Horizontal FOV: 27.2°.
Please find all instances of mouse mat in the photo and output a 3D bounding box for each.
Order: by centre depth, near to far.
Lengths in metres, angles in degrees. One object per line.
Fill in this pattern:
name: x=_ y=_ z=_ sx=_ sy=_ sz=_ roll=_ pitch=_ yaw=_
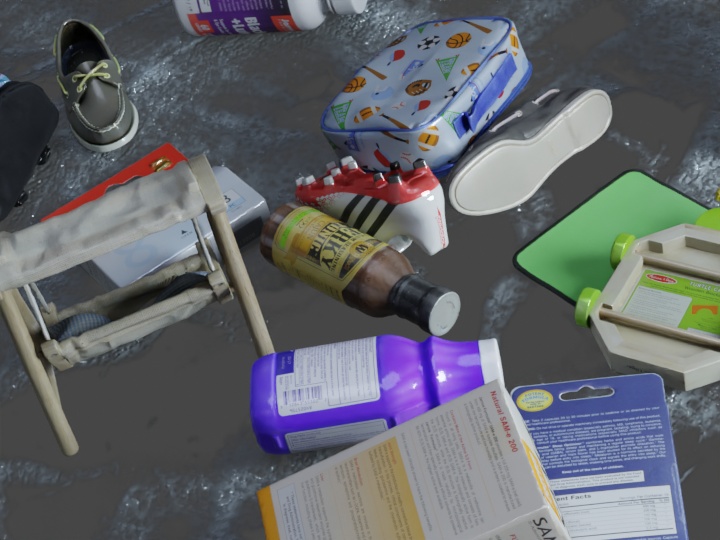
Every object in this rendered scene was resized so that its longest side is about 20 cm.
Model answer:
mouse mat: x=0.246 y=-0.007 z=1.260 sx=0.161 sy=0.008 sz=0.200 roll=-35 pitch=45 yaw=-20

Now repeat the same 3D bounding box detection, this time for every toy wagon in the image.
toy wagon: x=0.272 y=0.011 z=1.199 sx=0.154 sy=0.040 sz=0.200 roll=16 pitch=50 yaw=29

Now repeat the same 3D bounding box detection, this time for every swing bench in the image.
swing bench: x=-0.194 y=0.013 z=1.225 sx=0.198 sy=0.201 sz=0.130 roll=-21 pitch=42 yaw=-6

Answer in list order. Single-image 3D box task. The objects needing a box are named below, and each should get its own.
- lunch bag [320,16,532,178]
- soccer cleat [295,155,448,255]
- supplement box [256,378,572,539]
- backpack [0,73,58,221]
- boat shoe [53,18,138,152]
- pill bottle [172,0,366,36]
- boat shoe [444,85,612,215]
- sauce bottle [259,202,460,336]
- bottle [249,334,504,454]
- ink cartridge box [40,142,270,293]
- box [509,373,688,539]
lunch bag: x=0.066 y=-0.160 z=1.412 sx=0.159 sy=0.076 sz=0.200 roll=6 pitch=45 yaw=39
soccer cleat: x=0.007 y=-0.054 z=1.340 sx=0.068 sy=0.086 sz=0.199 roll=-29 pitch=19 yaw=-31
supplement box: x=0.037 y=0.179 z=1.046 sx=0.199 sy=0.074 sz=0.126 roll=-25 pitch=41 yaw=8
backpack: x=-0.438 y=-0.134 z=1.519 sx=0.199 sy=0.154 sz=0.164 roll=-4 pitch=48 yaw=32
boat shoe: x=-0.288 y=-0.198 z=1.587 sx=0.072 sy=0.061 sz=0.202 roll=-21 pitch=42 yaw=-6
pill bottle: x=-0.097 y=-0.315 z=1.618 sx=0.199 sy=0.112 sz=0.112 roll=-1 pitch=44 yaw=17
boat shoe: x=0.145 y=-0.110 z=1.365 sx=0.199 sy=0.067 sz=0.057 roll=-33 pitch=28 yaw=-25
sauce bottle: x=0.000 y=0.000 z=1.284 sx=0.199 sy=0.065 sz=0.065 roll=25 pitch=55 yaw=36
bottle: x=0.013 y=0.093 z=1.178 sx=0.198 sy=0.066 sz=0.084 roll=-10 pitch=42 yaw=6
ink cartridge box: x=-0.201 y=-0.056 z=1.416 sx=0.160 sy=0.047 sz=0.200 roll=-34 pitch=47 yaw=-19
box: x=0.172 y=0.162 z=1.079 sx=0.120 sy=0.033 sz=0.201 roll=-7 pitch=44 yaw=10
